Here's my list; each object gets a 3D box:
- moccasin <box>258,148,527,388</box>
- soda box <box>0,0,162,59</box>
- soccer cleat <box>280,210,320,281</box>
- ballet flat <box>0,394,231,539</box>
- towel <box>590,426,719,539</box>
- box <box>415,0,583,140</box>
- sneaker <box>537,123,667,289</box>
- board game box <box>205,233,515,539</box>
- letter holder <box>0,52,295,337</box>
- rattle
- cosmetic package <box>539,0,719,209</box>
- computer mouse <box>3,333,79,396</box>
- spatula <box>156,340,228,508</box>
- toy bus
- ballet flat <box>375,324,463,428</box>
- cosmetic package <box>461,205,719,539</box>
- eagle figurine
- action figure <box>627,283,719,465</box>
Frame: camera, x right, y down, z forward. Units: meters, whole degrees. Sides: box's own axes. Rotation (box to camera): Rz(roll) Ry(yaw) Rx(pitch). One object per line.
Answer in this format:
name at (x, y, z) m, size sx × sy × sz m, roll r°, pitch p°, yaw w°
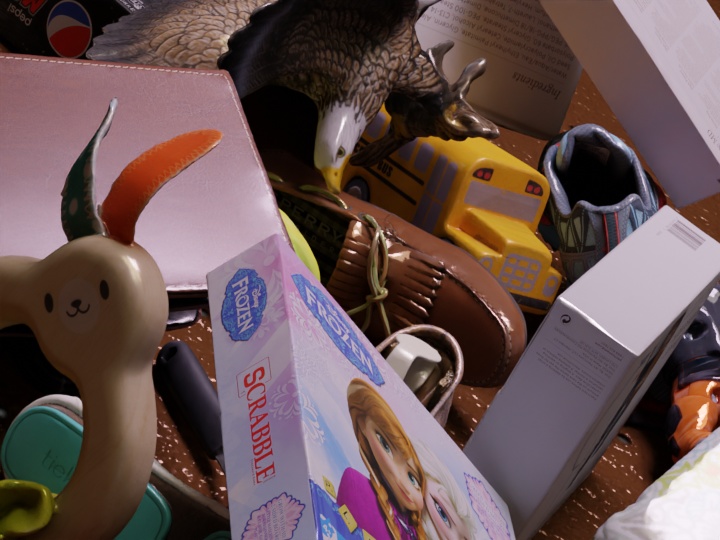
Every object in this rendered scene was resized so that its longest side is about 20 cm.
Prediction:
moccasin at (0.001, -0.001, 1.345) m, size 0.201 × 0.074 × 0.078 m, roll 39°, pitch 24°, yaw 19°
soda box at (-0.173, -0.162, 1.455) m, size 0.200 × 0.071 × 0.063 m, roll 42°, pitch 27°, yaw 23°
soccer cleat at (-0.101, -0.047, 1.328) m, size 0.200 × 0.065 × 0.084 m, roll 32°, pitch 21°, yaw 3°
ballet flat at (-0.069, 0.124, 1.045) m, size 0.200 × 0.070 × 0.069 m, roll 41°, pitch 26°, yaw 24°
towel at (0.242, 0.145, 1.287) m, size 0.200 × 0.048 × 0.171 m, roll -35°, pitch 62°, yaw -29°
box at (0.017, -0.185, 1.561) m, size 0.199 × 0.131 × 0.199 m, roll 19°, pitch 3°, yaw -37°
sneaker at (0.143, -0.049, 1.454) m, size 0.079 × 0.096 × 0.200 m, roll -11°, pitch 28°, yaw -1°
board game box at (0.012, 0.114, 1.049) m, size 0.200 × 0.041 × 0.200 m, roll 50°, pitch 17°, yaw -34°
letter holder at (-0.145, -0.014, 1.128) m, size 0.199 × 0.101 × 0.143 m, roll 2°, pitch 47°, yaw -30°
rattle at (-0.144, 0.027, 0.959) m, size 0.142 × 0.200 × 0.130 m, roll 8°, pitch 33°, yaw -42°
cosmetic package at (0.165, -0.143, 1.482) m, size 0.200 × 0.051 × 0.083 m, roll 55°, pitch 42°, yaw -11°
computer mouse at (-0.182, -0.013, 1.203) m, size 0.058 × 0.034 × 0.200 m, roll 2°, pitch 38°, yaw -50°
spatula at (-0.061, 0.087, 1.149) m, size 0.021 × 0.056 × 0.200 m, roll 49°, pitch 3°, yaw -35°
toy bus at (0.047, -0.042, 1.451) m, size 0.065 × 0.079 × 0.200 m, roll 16°, pitch 12°, yaw -33°
ballet flat at (0.000, 0.069, 1.218) m, size 0.068 × 0.067 × 0.200 m, roll 34°, pitch 24°, yaw 7°
cosmetic package at (0.109, 0.061, 1.262) m, size 0.052 × 0.151 × 0.200 m, roll 37°, pitch 25°, yaw 9°
eagle figurine at (-0.022, -0.114, 1.333) m, size 0.199 × 0.152 × 0.151 m, roll 25°, pitch 29°, yaw -34°
action figure at (0.223, 0.069, 1.447) m, size 0.199 × 0.105 × 0.194 m, roll 8°, pitch 42°, yaw -36°
